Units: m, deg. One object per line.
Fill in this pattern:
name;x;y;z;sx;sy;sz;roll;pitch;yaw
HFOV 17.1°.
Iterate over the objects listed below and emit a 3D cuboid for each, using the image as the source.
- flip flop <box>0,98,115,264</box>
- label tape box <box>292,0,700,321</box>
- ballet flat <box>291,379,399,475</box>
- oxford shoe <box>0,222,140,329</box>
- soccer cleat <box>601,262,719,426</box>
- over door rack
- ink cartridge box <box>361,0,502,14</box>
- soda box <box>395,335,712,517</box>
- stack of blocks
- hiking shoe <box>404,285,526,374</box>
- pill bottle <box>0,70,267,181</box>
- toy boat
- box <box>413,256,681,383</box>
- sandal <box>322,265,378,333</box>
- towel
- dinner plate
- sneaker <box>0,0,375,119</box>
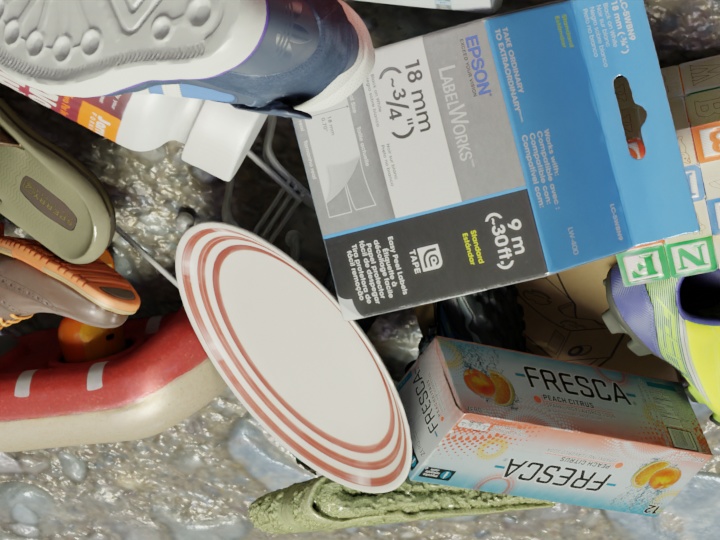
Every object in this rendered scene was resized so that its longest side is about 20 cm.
flip flop;-0.240;-0.065;1.472;0.200;0.058;0.081;36;134;13
label tape box;0.069;-0.065;1.319;0.199;0.063;0.145;-14;92;29
ballet flat;0.001;0.103;1.582;0.072;0.072;0.200;25;171;-14
oxford shoe;-0.222;0.012;1.531;0.199;0.073;0.071;19;-176;36
soccer cleat;0.236;0.045;1.508;0.084;0.065;0.200;-29;132;35
over door rack;-0.117;-0.069;1.488;0.200;0.067;0.148;34;134;-3
ink cartridge box;-0.007;-0.162;1.270;0.159;0.200;0.047;7;101;6
soda box;0.117;0.098;1.482;0.199;0.064;0.068;12;131;-32
stack of blocks;0.158;-0.052;1.411;0.199;0.059;0.115;-11;132;8
hiking shoe;0.064;0.059;1.533;0.086;0.075;0.200;-6;134;18
pill bottle;-0.142;-0.136;1.359;0.199;0.110;0.110;28;136;-1
toy boat;-0.177;0.039;1.587;0.199;0.131;0.131;-7;105;20
box;0.118;0.029;1.561;0.163;0.021;0.200;-3;135;16
sandal;-0.001;0.001;1.496;0.043;0.076;0.200;44;134;9
towel;0.035;0.152;1.616;0.199;0.037;0.148;-3;173;-22
dinner plate;-0.036;0.049;1.449;0.200;0.024;0.201;37;151;24
sneaker;-0.089;-0.119;1.272;0.199;0.081;0.146;4;174;37
